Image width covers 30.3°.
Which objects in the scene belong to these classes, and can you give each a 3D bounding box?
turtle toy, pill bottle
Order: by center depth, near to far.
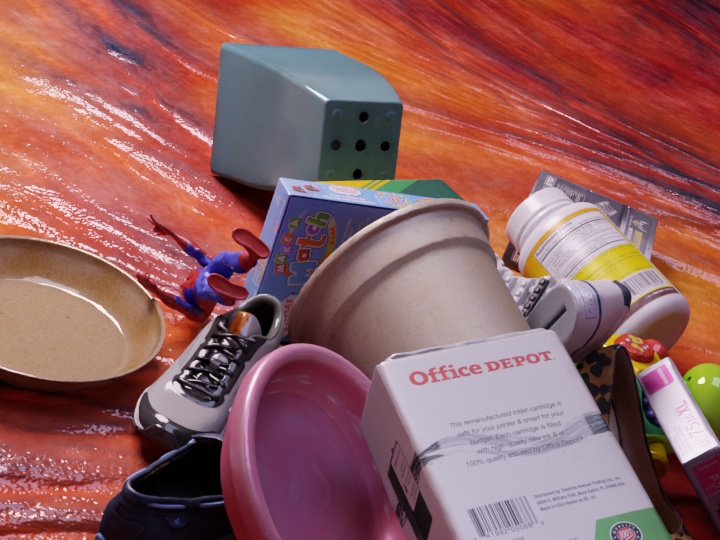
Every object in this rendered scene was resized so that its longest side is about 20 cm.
[{"bbox_3d":[0.256,0.114,1.229,0.199,0.101,0.146,17,28,-8],"label":"turtle toy"},{"bbox_3d":[0.239,0.006,1.376,0.109,0.110,0.200,-5,45,-40],"label":"pill bottle"}]

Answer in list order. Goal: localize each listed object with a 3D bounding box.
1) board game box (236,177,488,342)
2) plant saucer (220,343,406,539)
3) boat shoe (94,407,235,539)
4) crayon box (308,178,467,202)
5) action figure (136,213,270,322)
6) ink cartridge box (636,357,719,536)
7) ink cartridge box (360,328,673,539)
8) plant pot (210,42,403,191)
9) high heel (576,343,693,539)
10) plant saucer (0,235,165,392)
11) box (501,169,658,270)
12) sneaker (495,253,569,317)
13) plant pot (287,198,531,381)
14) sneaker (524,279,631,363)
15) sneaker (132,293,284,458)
[{"bbox_3d":[0.000,0.000,1.201,0.199,0.152,0.037,6,31,-28],"label":"board game box"},{"bbox_3d":[-0.030,0.153,0.935,0.200,0.051,0.201,36,40,-38],"label":"plant saucer"},{"bbox_3d":[-0.099,0.152,0.953,0.084,0.069,0.200,31,29,18],"label":"boat shoe"},{"bbox_3d":[-0.003,-0.020,1.262,0.199,0.127,0.051,-5,37,-38],"label":"crayon box"},{"bbox_3d":[-0.145,-0.005,1.113,0.099,0.065,0.200,32,-16,-8],"label":"action figure"},{"bbox_3d":[0.303,0.181,1.130,0.200,0.042,0.120,53,12,-31],"label":"ink cartridge box"},{"bbox_3d":[0.102,0.148,0.901,0.146,0.083,0.201,-8,51,-21],"label":"ink cartridge box"},{"bbox_3d":[-0.046,-0.148,1.369,0.141,0.142,0.200,-2,16,-30],"label":"plant pot"},{"bbox_3d":[0.234,0.162,1.085,0.071,0.143,0.200,-9,40,-43],"label":"high heel"},{"bbox_3d":[-0.259,0.040,1.075,0.199,0.036,0.200,17,28,-9],"label":"plant saucer"},{"bbox_3d":[0.259,-0.036,1.552,0.158,0.049,0.200,24,29,4],"label":"box"},{"bbox_3d":[0.144,0.031,1.345,0.200,0.075,0.081,27,-17,40],"label":"sneaker"},{"bbox_3d":[0.070,0.076,1.102,0.200,0.201,0.184,-6,49,-41],"label":"plant pot"},{"bbox_3d":[0.169,0.069,1.165,0.070,0.200,0.073,-3,68,-26],"label":"sneaker"},{"bbox_3d":[-0.118,0.078,1.061,0.074,0.080,0.200,27,30,7],"label":"sneaker"}]
